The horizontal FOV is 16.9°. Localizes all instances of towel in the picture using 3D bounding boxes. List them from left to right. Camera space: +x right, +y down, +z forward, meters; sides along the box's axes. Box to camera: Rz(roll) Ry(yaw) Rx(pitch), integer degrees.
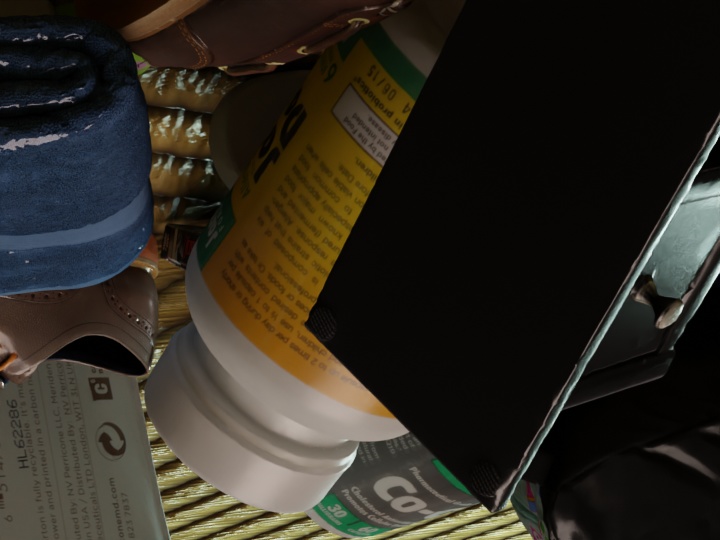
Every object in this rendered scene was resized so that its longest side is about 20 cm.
[{"bbox_3d":[-0.129,-0.032,0.861,0.111,0.049,0.200,-4,164,-5],"label":"towel"}]

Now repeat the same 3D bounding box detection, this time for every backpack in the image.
[{"bbox_3d":[0.126,0.076,1.045,0.166,0.127,0.200,-16,-168,-9],"label":"backpack"}]

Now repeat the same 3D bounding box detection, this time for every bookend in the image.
[{"bbox_3d":[0.111,-0.045,0.775,0.198,0.092,0.201,-12,138,-49],"label":"bookend"}]

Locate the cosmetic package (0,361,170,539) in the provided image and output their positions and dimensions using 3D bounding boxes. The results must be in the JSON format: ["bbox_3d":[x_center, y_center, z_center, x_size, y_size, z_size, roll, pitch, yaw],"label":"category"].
[{"bbox_3d":[-0.226,0.105,1.214,0.166,0.168,0.199,-1,164,-43],"label":"cosmetic package"}]

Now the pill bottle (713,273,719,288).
[{"bbox_3d":[0.162,0.050,1.196,0.199,0.112,0.111,-18,162,32],"label":"pill bottle"}]

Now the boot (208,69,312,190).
[{"bbox_3d":[0.005,-0.036,1.043,0.199,0.073,0.090,14,171,-34],"label":"boot"}]

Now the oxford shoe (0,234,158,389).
[{"bbox_3d":[-0.174,0.013,1.106,0.199,0.073,0.071,4,161,-36],"label":"oxford shoe"}]

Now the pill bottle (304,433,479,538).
[{"bbox_3d":[0.054,0.077,1.381,0.199,0.114,0.113,-23,159,40],"label":"pill bottle"}]

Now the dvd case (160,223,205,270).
[{"bbox_3d":[0.000,0.000,1.086,0.145,0.022,0.200,5,-178,-16],"label":"dvd case"}]

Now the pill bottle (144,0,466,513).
[{"bbox_3d":[0.004,-0.009,0.906,0.112,0.113,0.200,8,126,-46],"label":"pill bottle"}]

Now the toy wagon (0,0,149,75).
[{"bbox_3d":[-0.158,-0.070,0.887,0.199,0.040,0.155,-10,165,4],"label":"toy wagon"}]

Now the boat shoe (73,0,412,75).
[{"bbox_3d":[-0.007,-0.109,0.772,0.070,0.071,0.199,21,159,-37],"label":"boat shoe"}]
